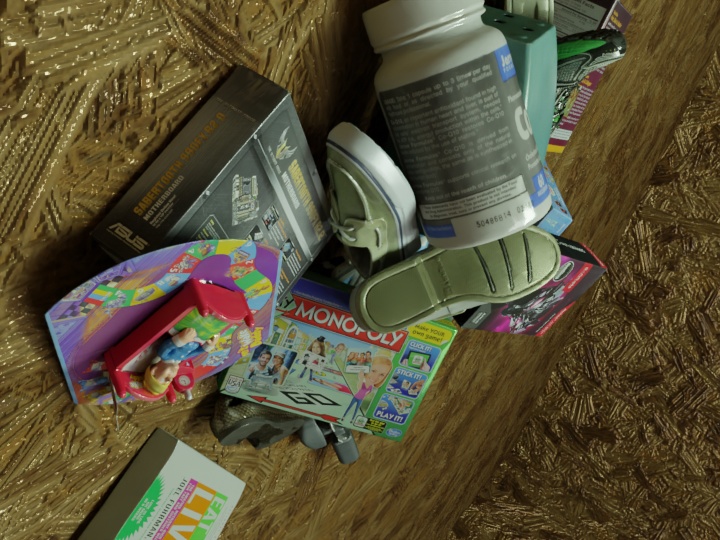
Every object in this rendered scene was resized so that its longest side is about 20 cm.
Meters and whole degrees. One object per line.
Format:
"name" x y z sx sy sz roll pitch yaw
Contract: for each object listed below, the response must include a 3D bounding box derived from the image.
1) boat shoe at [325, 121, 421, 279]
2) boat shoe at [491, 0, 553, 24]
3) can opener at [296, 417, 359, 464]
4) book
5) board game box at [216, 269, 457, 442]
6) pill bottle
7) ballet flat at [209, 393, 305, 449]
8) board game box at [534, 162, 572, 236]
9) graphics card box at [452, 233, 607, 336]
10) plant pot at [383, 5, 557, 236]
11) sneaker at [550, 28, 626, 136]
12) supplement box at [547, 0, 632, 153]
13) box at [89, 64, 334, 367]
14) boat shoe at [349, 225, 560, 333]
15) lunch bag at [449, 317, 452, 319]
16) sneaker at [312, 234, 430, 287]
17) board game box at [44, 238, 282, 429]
"boat shoe" 0.007 -0.046 0.660 0.062 0.072 0.200 -45 152 -8
"boat shoe" 0.170 -0.317 0.806 0.071 0.068 0.201 -4 133 -9
"can opener" -0.046 0.223 1.080 0.066 0.054 0.200 -21 152 -5
"book" -0.190 0.240 0.778 0.134 0.048 0.200 -57 157 -16
"board game box" -0.022 0.081 0.764 0.135 0.199 0.029 -65 -158 16
"pill bottle" 0.078 -0.130 0.650 0.114 0.113 0.201 -36 112 -44
"ballet flat" -0.110 0.157 0.838 0.067 0.047 0.200 -36 162 5
"board game box" 0.197 -0.064 1.036 0.152 0.036 0.200 -53 -161 26
"graphics card box" 0.194 0.014 0.920 0.199 0.051 0.126 12 125 -50
"plant pot" 0.111 -0.145 0.775 0.141 0.140 0.201 -45 151 -51
"sneaker" 0.199 -0.186 0.833 0.078 0.086 0.200 -23 176 -39
"supplement box" 0.258 -0.261 1.023 0.110 0.085 0.201 -13 131 -61
"box" -0.096 -0.031 0.602 0.159 0.048 0.200 -54 159 -15
"boat shoe" 0.082 0.004 0.719 0.199 0.075 0.068 -14 -179 -15
"lunch bag" 0.072 0.057 1.005 0.161 0.077 0.200 -49 174 -32
"sneaker" 0.000 0.000 0.806 0.200 0.073 0.072 -45 -159 -15
"board game box" -0.124 0.055 0.551 0.157 0.039 0.200 -17 152 -21
